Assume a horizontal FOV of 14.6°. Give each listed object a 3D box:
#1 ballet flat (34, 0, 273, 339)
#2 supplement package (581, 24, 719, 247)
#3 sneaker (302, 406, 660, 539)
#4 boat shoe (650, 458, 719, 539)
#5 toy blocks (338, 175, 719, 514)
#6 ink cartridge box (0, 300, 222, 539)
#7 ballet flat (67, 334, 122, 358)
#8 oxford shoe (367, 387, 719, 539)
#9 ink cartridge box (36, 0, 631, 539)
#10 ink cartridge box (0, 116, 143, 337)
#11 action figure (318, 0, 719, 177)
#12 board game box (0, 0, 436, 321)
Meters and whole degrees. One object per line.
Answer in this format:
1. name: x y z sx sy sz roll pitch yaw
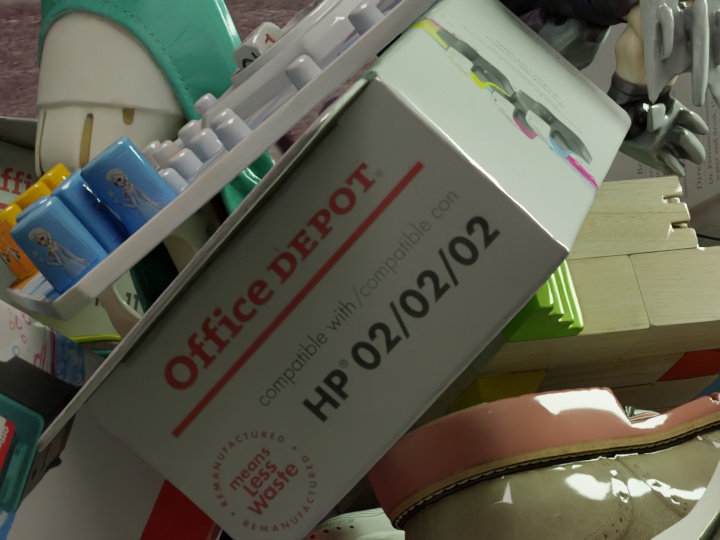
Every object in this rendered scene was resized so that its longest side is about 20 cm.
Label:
1. ballet flat: -0.061 -0.027 0.870 0.067 0.200 0.070 -5 27 42
2. supplement package: 0.135 -0.051 1.013 0.120 0.121 0.200 8 -18 -25
3. sneaker: 0.068 0.087 0.844 0.200 0.078 0.082 1 43 -27
4. boat shoe: 0.118 0.064 0.689 0.060 0.072 0.202 6 36 31
5. toy blocks: 0.074 0.025 0.930 0.137 0.200 0.100 -5 67 -24
6. ink cartridge box: -0.115 0.051 0.759 0.200 0.067 0.116 32 -21 -27
7. ballet flat: -0.118 0.053 0.943 0.200 0.067 0.067 -4 9 -14
8. oxford shoe: 0.091 0.074 0.765 0.200 0.070 0.075 -4 66 -36
9. ink cartridge box: 0.000 0.000 0.723 0.068 0.115 0.200 42 18 -1
10. ink cartridge box: -0.149 -0.010 0.975 0.200 0.067 0.117 1 -10 38
11. action figure: 0.068 -0.087 0.865 0.069 0.130 0.200 18 -23 -28
12. board game box: -0.018 -0.064 0.745 0.200 0.026 0.200 -42 7 -7
